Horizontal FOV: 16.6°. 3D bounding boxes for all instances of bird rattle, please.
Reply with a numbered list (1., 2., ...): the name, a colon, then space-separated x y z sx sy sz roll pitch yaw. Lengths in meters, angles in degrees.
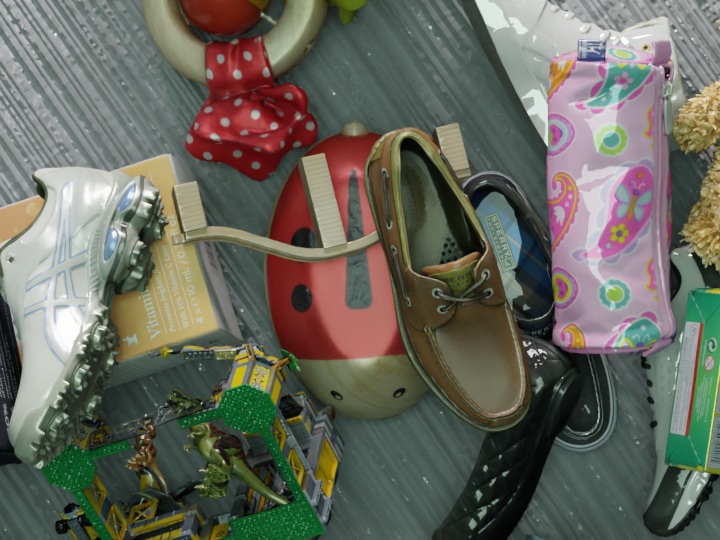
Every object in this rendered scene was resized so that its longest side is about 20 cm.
1. bird rattle: -0.072 -0.171 1.662 0.163 0.113 0.201 36 104 16

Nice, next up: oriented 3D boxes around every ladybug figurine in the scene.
1. ladybug figurine: 0.000 0.000 1.643 0.135 0.072 0.201 -7 88 5

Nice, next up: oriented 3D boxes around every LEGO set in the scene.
1. LEGO set: -0.103 0.110 1.608 0.199 0.116 0.154 -26 115 22

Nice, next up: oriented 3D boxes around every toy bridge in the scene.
1. toy bridge: -0.025 -0.041 1.589 0.199 0.027 0.068 -13 83 -9

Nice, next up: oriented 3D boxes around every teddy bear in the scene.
1. teddy bear: 0.272 -0.085 1.602 0.145 0.067 0.201 28 74 5

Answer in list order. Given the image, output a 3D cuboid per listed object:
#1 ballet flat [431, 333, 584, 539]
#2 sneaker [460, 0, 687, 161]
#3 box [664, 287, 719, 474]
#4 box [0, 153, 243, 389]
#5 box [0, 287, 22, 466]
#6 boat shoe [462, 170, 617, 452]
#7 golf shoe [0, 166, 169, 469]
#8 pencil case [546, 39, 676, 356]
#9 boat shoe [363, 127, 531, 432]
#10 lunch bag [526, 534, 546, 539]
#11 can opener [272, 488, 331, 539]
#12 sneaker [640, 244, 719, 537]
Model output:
1. ballet flat: 0.086 0.132 1.626 0.057 0.066 0.201 34 111 22
2. sneaker: 0.146 -0.153 1.642 0.115 0.074 0.201 -30 94 0
3. box: 0.293 0.081 1.594 0.199 0.048 0.118 10 88 -30
4. box: -0.195 0.016 1.641 0.199 0.097 0.125 -18 81 4
5. box: -0.283 0.052 1.495 0.104 0.200 0.149 -14 81 8
6. boat shoe: 0.116 0.027 1.636 0.070 0.066 0.201 -19 88 4
7. golf shoe: -0.195 0.026 1.544 0.097 0.078 0.201 16 65 7
8. pencil case: 0.162 -0.046 1.572 0.087 0.087 0.201 0 95 4
9. boat shoe: 0.053 0.007 1.545 0.072 0.068 0.201 -25 86 -10
10. lunch bag: 0.123 0.261 1.562 0.127 0.200 0.170 18 90 5
11. can opener: -0.093 0.227 1.654 0.079 0.063 0.200 38 81 31
12. sneaker: 0.216 0.077 1.630 0.080 0.074 0.201 17 81 9
